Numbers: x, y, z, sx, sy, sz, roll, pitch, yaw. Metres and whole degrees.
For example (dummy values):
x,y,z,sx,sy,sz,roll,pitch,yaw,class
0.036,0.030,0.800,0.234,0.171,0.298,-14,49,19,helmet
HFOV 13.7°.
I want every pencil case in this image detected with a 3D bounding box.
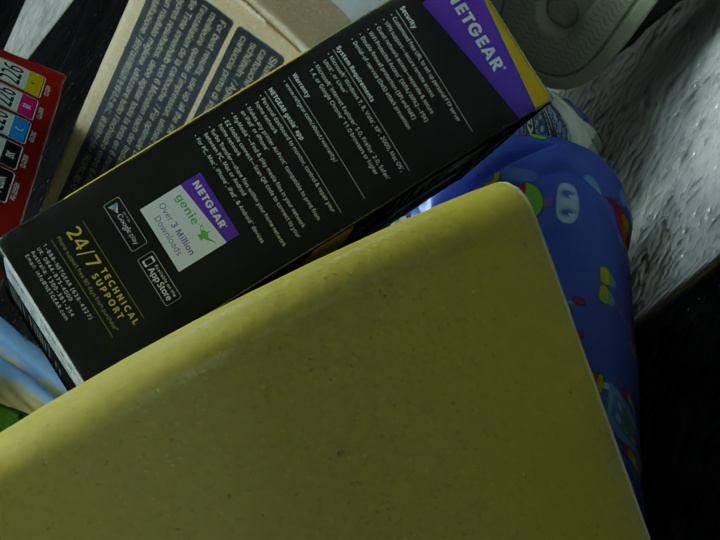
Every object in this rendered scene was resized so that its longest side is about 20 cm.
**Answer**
x,y,z,sx,sy,sz,roll,pitch,yaw,class
0.051,0.028,1.000,0.200,0.087,0.078,-86,3,-59,pencil case

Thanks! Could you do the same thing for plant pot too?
x,y,z,sx,sy,sz,roll,pitch,yaw,class
-0.040,0.114,0.806,0.200,0.176,0.200,-33,75,62,plant pot

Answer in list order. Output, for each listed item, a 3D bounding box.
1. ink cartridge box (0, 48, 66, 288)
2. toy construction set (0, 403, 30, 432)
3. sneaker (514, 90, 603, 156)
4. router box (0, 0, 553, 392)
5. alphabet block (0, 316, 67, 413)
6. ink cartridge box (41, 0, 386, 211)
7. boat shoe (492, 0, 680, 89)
x,y,z,sx,sy,sz,roll,pitch,yaw,class
-0.208,-0.030,1.047,0.200,0.176,0.084,-88,21,-65,ink cartridge box
-0.127,0.123,1.021,0.131,0.092,0.200,20,74,52,toy construction set
0.000,0.000,1.130,0.200,0.085,0.077,-50,59,3,sneaker
-0.033,-0.020,0.931,0.157,0.052,0.200,-32,-1,-8,router box
-0.226,0.143,1.417,0.200,0.196,0.195,-55,-14,21,alphabet block
-0.018,-0.093,1.150,0.200,0.075,0.165,-41,-13,-43,ink cartridge box
0.128,-0.145,1.109,0.200,0.072,0.068,-41,-3,40,boat shoe
